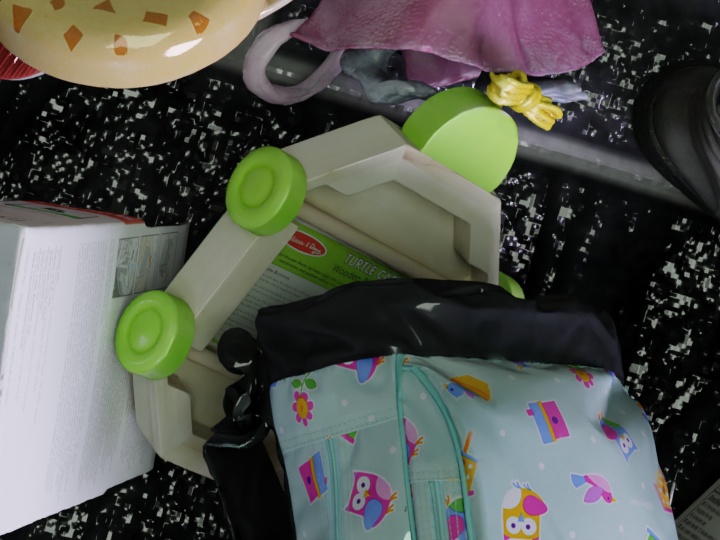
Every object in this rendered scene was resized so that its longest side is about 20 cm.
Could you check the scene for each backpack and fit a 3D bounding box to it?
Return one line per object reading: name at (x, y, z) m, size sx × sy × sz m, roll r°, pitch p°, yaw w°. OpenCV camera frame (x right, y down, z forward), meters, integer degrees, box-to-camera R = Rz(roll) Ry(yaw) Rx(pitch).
backpack at (0.042, 0.107, 0.938) m, size 0.166 × 0.126 × 0.201 m, roll 5°, pitch 71°, yaw -37°

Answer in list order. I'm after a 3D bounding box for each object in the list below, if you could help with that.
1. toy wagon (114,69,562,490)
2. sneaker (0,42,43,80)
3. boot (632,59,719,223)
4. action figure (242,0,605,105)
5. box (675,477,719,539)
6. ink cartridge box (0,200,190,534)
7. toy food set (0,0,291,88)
toy wagon at (0.000, 0.000, 1.003) m, size 0.155 × 0.040 × 0.200 m, roll 27°, pitch 105°, yaw -47°
sneaker at (-0.160, -0.135, 1.000) m, size 0.200 × 0.115 × 0.079 m, roll 41°, pitch 108°, yaw 19°
boot at (0.197, -0.011, 1.036) m, size 0.200 × 0.131 × 0.068 m, roll 38°, pitch 89°, yaw -11°
action figure at (0.040, -0.166, 1.026) m, size 0.148 × 0.134 × 0.201 m, roll -2°, pitch 90°, yaw 26°
box at (0.178, 0.151, 1.052) m, size 0.200 × 0.128 × 0.109 m, roll -42°, pitch 102°, yaw -3°
ink cartridge box at (-0.120, 0.031, 0.966) m, size 0.050 × 0.200 × 0.110 m, roll 10°, pitch 94°, yaw 12°
toy food set at (-0.088, -0.161, 0.912) m, size 0.198 × 0.049 × 0.200 m, roll 36°, pitch 68°, yaw 17°
